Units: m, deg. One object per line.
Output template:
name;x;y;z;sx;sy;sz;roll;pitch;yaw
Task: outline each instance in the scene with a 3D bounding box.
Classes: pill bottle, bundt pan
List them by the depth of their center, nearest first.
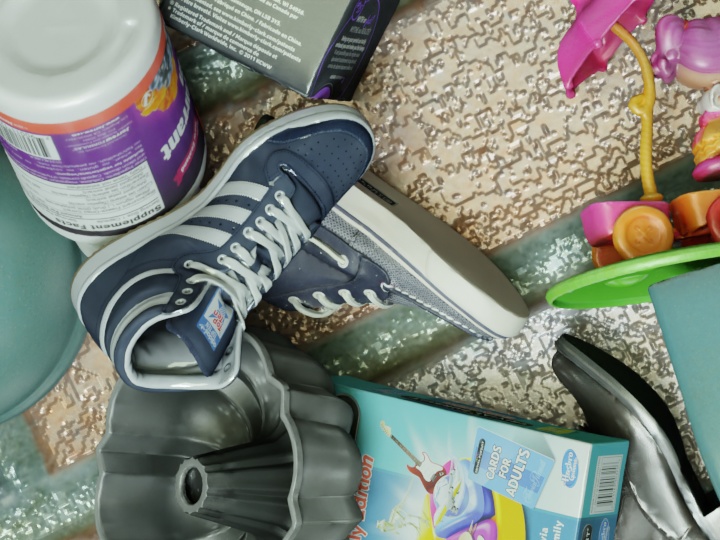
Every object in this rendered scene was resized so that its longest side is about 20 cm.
pill bottle;-0.150;-0.084;1.693;0.111;0.200;0.112;-4;59;8
bundt pan;-0.070;0.127;1.718;0.202;0.076;0.202;-9;79;50

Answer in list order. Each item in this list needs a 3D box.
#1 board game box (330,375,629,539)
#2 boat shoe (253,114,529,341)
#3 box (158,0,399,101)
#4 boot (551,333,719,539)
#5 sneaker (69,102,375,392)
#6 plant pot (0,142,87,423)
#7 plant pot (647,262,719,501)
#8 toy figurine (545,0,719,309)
board game box;0.048;0.153;1.709;0.200;0.047;0.151;11;95;34
boat shoe;0.000;0.000;1.742;0.200;0.075;0.093;38;106;16
box;-0.018;-0.209;1.704;0.106;0.122;0.200;29;98;10
boot;0.126;0.158;1.719;0.174;0.069;0.200;-39;84;13
sneaker;-0.065;-0.007;1.652;0.200;0.109;0.070;-35;124;3
plant pot;-0.273;0.005;1.763;0.200;0.134;0.201;1;93;13
plant pot;0.261;0.099;1.617;0.141;0.141;0.200;-17;68;12
toy figurine;0.189;-0.086;1.675;0.199;0.150;0.185;-8;81;-9
